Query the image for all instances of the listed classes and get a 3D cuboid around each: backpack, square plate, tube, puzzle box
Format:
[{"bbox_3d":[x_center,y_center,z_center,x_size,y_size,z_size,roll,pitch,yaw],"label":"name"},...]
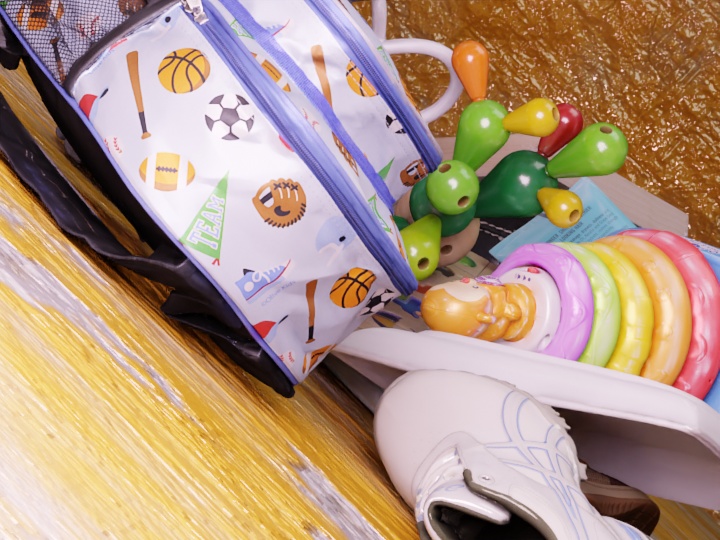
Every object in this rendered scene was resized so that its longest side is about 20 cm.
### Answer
[{"bbox_3d":[-0.052,-0.052,1.220,0.200,0.154,0.191,44,13,-51],"label":"backpack"},{"bbox_3d":[0.110,0.073,1.404,0.199,0.029,0.198,12,-11,31],"label":"square plate"},{"bbox_3d":[0.167,0.032,1.586,0.200,0.077,0.050,43,-33,18],"label":"tube"},{"bbox_3d":[0.097,-0.043,1.739,0.132,0.026,0.200,-1,-13,30],"label":"puzzle box"}]

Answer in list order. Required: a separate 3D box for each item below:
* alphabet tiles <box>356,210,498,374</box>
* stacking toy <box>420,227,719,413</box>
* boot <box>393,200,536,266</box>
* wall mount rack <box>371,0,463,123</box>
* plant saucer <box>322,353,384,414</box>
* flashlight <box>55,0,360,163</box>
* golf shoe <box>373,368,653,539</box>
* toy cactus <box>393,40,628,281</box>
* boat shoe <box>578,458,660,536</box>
[{"bbox_3d":[0.000,0.000,1.526,0.167,0.008,0.200,29,22,7],"label":"alphabet tiles"},{"bbox_3d":[0.101,0.025,1.474,0.199,0.110,0.116,10,8,-46],"label":"stacking toy"},{"bbox_3d":[0.105,0.036,1.632,0.203,0.074,0.154,23,27,-20],"label":"boot"},{"bbox_3d":[-0.050,-0.091,1.506,0.174,0.199,0.075,93,-11,-51],"label":"wall mount rack"},{"bbox_3d":[0.031,0.056,1.598,0.200,0.050,0.200,44,3,-3],"label":"plant saucer"},{"bbox_3d":[-0.057,-0.116,1.398,0.068,0.200,0.068,41,3,-22],"label":"flashlight"},{"bbox_3d":[0.054,0.096,1.252,0.097,0.078,0.200,25,12,-44],"label":"golf shoe"},{"bbox_3d":[0.033,-0.037,1.484,0.103,0.199,0.165,62,-5,8],"label":"toy cactus"},{"bbox_3d":[0.088,0.113,1.436,0.072,0.072,0.200,47,11,24],"label":"boat shoe"}]
